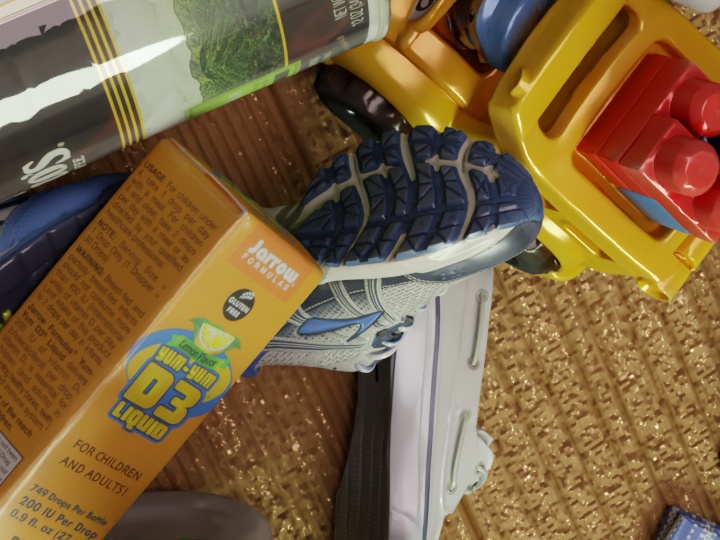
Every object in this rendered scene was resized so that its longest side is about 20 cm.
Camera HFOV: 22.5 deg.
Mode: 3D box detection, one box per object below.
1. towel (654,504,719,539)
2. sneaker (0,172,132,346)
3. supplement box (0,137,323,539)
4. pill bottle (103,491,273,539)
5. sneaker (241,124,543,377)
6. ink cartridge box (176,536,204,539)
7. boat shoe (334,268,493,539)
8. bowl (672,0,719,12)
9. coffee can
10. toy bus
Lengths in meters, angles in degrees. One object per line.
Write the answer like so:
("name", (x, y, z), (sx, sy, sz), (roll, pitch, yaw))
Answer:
("towel", (0.217, 0.226, 1.004), (0.200, 0.024, 0.145), (25, 93, -23))
("sneaker", (-0.168, 0.003, 0.765), (0.200, 0.082, 0.074), (-27, 136, -26))
("supplement box", (-0.109, 0.047, 0.739), (0.200, 0.069, 0.067), (-52, 141, 1))
("pill bottle", (-0.091, 0.212, 0.819), (0.119, 0.120, 0.201), (-9, 103, -20))
("sneaker", (0.000, 0.000, 0.800), (0.085, 0.200, 0.077), (47, 42, -36))
("ink cartridge box", (-0.035, 0.169, 0.740), (0.200, 0.059, 0.104), (17, 83, -48))
("boat shoe", (0.034, 0.085, 0.869), (0.067, 0.074, 0.201), (2, 100, -22))
("bowl", (0.100, -0.226, 0.770), (0.199, 0.200, 0.075), (26, 132, -24))
("coffee can", (-0.108, -0.121, 0.719), (0.200, 0.146, 0.147), (-25, 109, -8))
("toy bus", (0.092, -0.079, 0.796), (0.200, 0.192, 0.136), (40, 86, -25))
